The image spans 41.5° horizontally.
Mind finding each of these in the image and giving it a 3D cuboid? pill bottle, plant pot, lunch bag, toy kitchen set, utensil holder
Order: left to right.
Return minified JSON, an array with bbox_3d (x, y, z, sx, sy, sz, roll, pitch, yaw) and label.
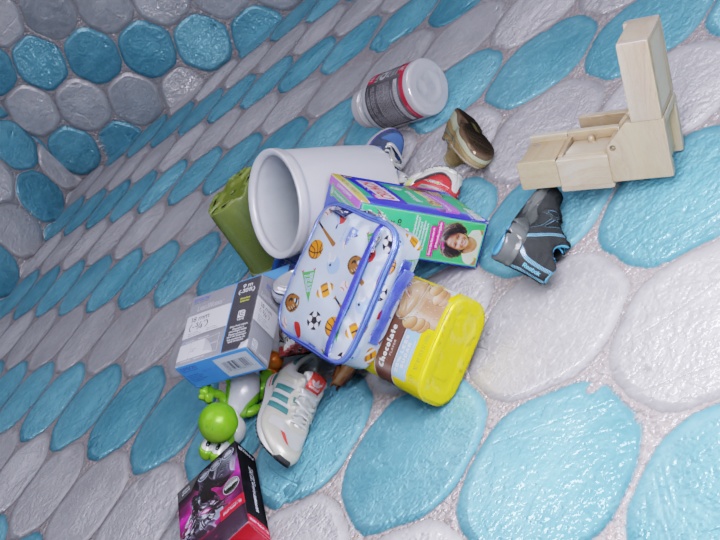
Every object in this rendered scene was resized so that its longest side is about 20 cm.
[{"bbox_3d":[-0.183,-0.087,1.798,0.199,0.190,0.201,-35,27,21],"label":"plant pot"},{"bbox_3d":[-0.057,-0.117,1.536,0.197,0.174,0.169,-10,6,-33],"label":"utensil holder"},{"bbox_3d":[-0.012,0.015,1.214,0.159,0.075,0.203,27,96,43],"label":"lunch bag"},{"bbox_3d":[0.071,-0.341,1.877,0.198,0.111,0.112,-8,43,52],"label":"pill bottle"},{"bbox_3d":[0.304,-0.225,1.225,0.197,0.183,0.164,-3,32,32],"label":"toy kitchen set"}]

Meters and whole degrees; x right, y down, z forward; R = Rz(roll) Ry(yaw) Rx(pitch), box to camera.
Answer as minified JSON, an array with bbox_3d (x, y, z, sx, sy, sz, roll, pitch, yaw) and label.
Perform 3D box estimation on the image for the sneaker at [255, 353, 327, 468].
[{"bbox_3d":[-0.094,0.192,1.378,0.093,0.070,0.201,-41,22,20],"label":"sneaker"}]

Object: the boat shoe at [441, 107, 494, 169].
[{"bbox_3d":[0.171,-0.201,1.582,0.077,0.071,0.201,-52,15,20],"label":"boat shoe"}]

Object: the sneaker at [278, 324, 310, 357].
[{"bbox_3d":[-0.091,0.085,1.445,0.076,0.084,0.200,-6,-6,-19],"label":"sneaker"}]

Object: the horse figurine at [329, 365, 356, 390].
[{"bbox_3d":[0.031,0.082,1.371,0.198,0.050,0.134,-22,44,31],"label":"horse figurine"}]

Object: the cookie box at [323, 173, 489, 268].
[{"bbox_3d":[0.060,-0.075,1.386,0.171,0.196,0.077,-131,51,-65],"label":"cookie box"}]

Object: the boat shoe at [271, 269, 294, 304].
[{"bbox_3d":[-0.044,-0.006,1.431,0.196,0.068,0.074,-15,39,1],"label":"boat shoe"}]

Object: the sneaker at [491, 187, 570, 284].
[{"bbox_3d":[0.234,-0.046,1.244,0.200,0.081,0.074,-49,-9,-50],"label":"sneaker"}]

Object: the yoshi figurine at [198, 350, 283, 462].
[{"bbox_3d":[-0.194,0.201,1.486,0.111,0.112,0.202,-10,45,41],"label":"yoshi figurine"}]

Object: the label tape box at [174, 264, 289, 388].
[{"bbox_3d":[-0.197,0.069,1.473,0.142,0.063,0.203,-18,44,28],"label":"label tape box"}]

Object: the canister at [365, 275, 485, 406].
[{"bbox_3d":[0.054,0.075,1.240,0.199,0.086,0.151,22,87,49],"label":"canister"}]

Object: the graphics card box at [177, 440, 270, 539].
[{"bbox_3d":[-0.195,0.344,1.334,0.125,0.051,0.200,-42,24,7],"label":"graphics card box"}]

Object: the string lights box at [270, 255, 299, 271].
[{"bbox_3d":[-0.098,0.006,1.616,0.059,0.101,0.202,-54,15,36],"label":"string lights box"}]

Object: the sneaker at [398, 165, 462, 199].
[{"bbox_3d":[0.081,-0.107,1.562,0.198,0.077,0.086,-23,42,44],"label":"sneaker"}]

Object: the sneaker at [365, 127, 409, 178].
[{"bbox_3d":[0.055,-0.177,1.710,0.145,0.081,0.201,7,53,50],"label":"sneaker"}]
